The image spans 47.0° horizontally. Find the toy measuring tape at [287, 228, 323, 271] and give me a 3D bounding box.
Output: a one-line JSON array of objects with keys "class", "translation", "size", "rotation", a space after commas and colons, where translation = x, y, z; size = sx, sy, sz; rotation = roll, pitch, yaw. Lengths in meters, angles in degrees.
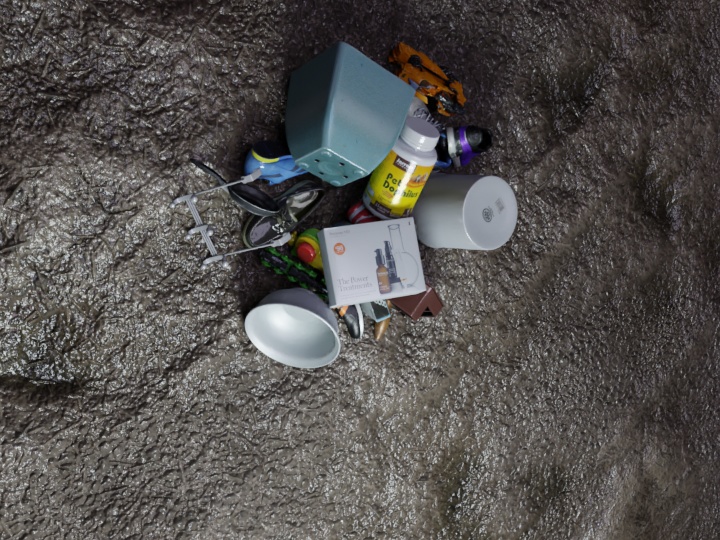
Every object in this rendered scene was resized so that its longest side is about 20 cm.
[{"class": "toy measuring tape", "translation": [-0.066, -0.034, 1.683], "size": [0.074, 0.198, 0.074], "rotation": [-55, 161, -29]}]

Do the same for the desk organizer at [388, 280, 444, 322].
[{"class": "desk organizer", "translation": [0.122, 0.069, 1.796], "size": [0.077, 0.071, 0.200], "rotation": [-53, 161, -4]}]

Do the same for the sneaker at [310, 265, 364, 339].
[{"class": "sneaker", "translation": [-0.054, 0.057, 1.764], "size": [0.089, 0.070, 0.204], "rotation": [-18, 104, -14]}]

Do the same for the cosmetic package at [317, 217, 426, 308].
[{"class": "cosmetic package", "translation": [0.023, -0.017, 1.648], "size": [0.196, 0.052, 0.154], "rotation": [-9, 83, -21]}]

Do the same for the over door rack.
[{"class": "over door rack", "translation": [-0.251, -0.091, 1.552], "size": [0.150, 0.197, 0.067], "rotation": [66, 24, -19]}]

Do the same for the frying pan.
[{"class": "frying pan", "translation": [-0.241, -0.151, 1.599], "size": [0.188, 0.115, 0.031], "rotation": [20, 110, -31]}]

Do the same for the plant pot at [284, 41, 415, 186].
[{"class": "plant pot", "translation": [-0.038, -0.286, 1.630], "size": [0.194, 0.194, 0.203], "rotation": [26, 68, -31]}]

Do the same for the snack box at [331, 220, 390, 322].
[{"class": "snack box", "translation": [0.000, 0.000, 1.754], "size": [0.037, 0.116, 0.203], "rotation": [-23, 108, -12]}]

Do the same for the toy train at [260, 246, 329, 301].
[{"class": "toy train", "translation": [-0.116, 0.010, 1.687], "size": [0.198, 0.056, 0.042], "rotation": [31, 101, -8]}]

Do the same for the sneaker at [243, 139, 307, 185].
[{"class": "sneaker", "translation": [-0.152, -0.216, 1.679], "size": [0.198, 0.066, 0.079], "rotation": [-9, 139, -42]}]

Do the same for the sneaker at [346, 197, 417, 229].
[{"class": "sneaker", "translation": [0.044, -0.110, 1.799], "size": [0.113, 0.071, 0.199], "rotation": [52, 26, 16]}]

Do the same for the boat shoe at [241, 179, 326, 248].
[{"class": "boat shoe", "translation": [-0.153, -0.116, 1.676], "size": [0.200, 0.066, 0.072], "rotation": [-40, 114, -23]}]

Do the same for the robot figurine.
[{"class": "robot figurine", "translation": [0.153, -0.413, 1.820], "size": [0.198, 0.058, 0.147], "rotation": [27, 43, -31]}]

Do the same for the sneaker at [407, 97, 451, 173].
[{"class": "sneaker", "translation": [0.152, -0.313, 1.836], "size": [0.077, 0.085, 0.202], "rotation": [-37, 112, -23]}]

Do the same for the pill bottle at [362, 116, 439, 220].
[{"class": "pill bottle", "translation": [0.086, -0.206, 1.686], "size": [0.108, 0.110, 0.202], "rotation": [3, 129, -32]}]

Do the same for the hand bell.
[{"class": "hand bell", "translation": [0.063, 0.055, 1.833], "size": [0.103, 0.104, 0.203], "rotation": [11, 101, -32]}]

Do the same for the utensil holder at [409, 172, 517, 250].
[{"class": "utensil holder", "translation": [0.225, -0.130, 1.834], "size": [0.167, 0.199, 0.174], "rotation": [-4, 98, -30]}]

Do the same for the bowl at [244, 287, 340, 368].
[{"class": "bowl", "translation": [-0.126, 0.101, 1.667], "size": [0.201, 0.199, 0.091], "rotation": [44, 42, -27]}]

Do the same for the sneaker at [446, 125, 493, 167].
[{"class": "sneaker", "translation": [0.250, -0.278, 1.841], "size": [0.098, 0.200, 0.071], "rotation": [-8, 87, 13]}]
